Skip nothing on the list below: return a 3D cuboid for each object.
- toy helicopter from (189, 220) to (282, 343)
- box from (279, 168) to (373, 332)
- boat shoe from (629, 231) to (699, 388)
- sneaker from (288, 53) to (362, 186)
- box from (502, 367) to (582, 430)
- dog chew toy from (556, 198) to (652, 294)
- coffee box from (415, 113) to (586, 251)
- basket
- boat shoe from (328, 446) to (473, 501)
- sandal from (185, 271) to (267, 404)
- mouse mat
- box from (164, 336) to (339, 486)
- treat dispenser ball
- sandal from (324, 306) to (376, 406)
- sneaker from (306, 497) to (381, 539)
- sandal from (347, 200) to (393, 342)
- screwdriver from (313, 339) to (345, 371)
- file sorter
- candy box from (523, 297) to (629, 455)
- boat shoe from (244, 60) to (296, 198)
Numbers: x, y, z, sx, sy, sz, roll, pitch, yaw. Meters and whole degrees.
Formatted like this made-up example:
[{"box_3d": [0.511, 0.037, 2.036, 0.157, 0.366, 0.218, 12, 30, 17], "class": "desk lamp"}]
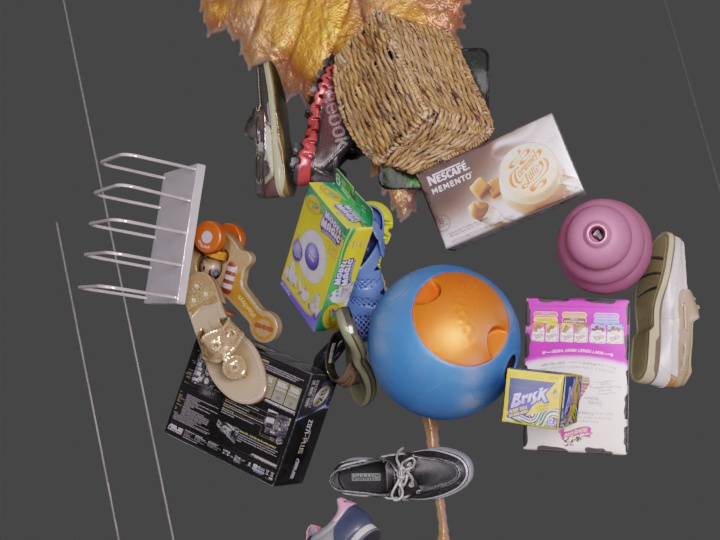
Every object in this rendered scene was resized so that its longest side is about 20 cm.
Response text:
[{"box_3d": [-0.192, 0.031, 1.540, 0.132, 0.079, 0.200, -45, 75, 15], "class": "toy helicopter"}, {"box_3d": [-0.046, -0.029, 1.449, 0.117, 0.048, 0.201, 50, 131, 42], "class": "box"}, {"box_3d": [0.400, 0.053, 1.375, 0.068, 0.075, 0.202, 13, 82, -10], "class": "boat shoe"}, {"box_3d": [-0.036, -0.209, 1.519, 0.097, 0.071, 0.202, 13, 78, -1], "class": "sneaker"}, {"box_3d": [0.223, 0.153, 1.282, 0.070, 0.200, 0.065, 5, 87, 18], "class": "box"}, {"box_3d": [0.304, -0.036, 1.336, 0.124, 0.200, 0.126, -2, 85, 16], "class": "dog chew toy"}, {"box_3d": [0.191, -0.116, 1.434, 0.199, 0.080, 0.115, -22, 85, 13], "class": "coffee box"}, {"box_3d": [0.067, -0.234, 1.463, 0.143, 0.148, 0.201, -43, 58, 37], "class": "basket"}, {"box_3d": [0.054, 0.280, 1.453, 0.198, 0.068, 0.074, 0, 86, 16], "class": "boat shoe"}, {"box_3d": [-0.202, 0.089, 1.447, 0.077, 0.070, 0.213, -34, 65, 11], "class": "sandal"}, {"box_3d": [0.104, -0.216, 1.510, 0.160, 0.008, 0.202, 0, 87, 16], "class": "mouse mat"}, {"box_3d": [-0.155, 0.189, 1.497, 0.199, 0.086, 0.165, 19, 91, 27], "class": "box"}, {"box_3d": [0.109, 0.094, 1.383, 0.199, 0.201, 0.203, -1, 85, 16], "class": "treat dispenser ball"}, {"box_3d": [-0.022, 0.118, 1.432, 0.057, 0.202, 0.080, -24, 53, -8], "class": "sandal"}, {"box_3d": [-0.060, 0.406, 1.486, 0.200, 0.070, 0.082, -45, 59, 6], "class": "sneaker"}, {"box_3d": [0.000, 0.000, 1.482, 0.079, 0.087, 0.202, -1, 87, 14], "class": "sandal"}, {"box_3d": [-0.087, 0.169, 1.522, 0.028, 0.029, 0.200, 43, 95, 15], "class": "screwdriver"}, {"box_3d": [-0.317, -0.060, 1.521, 0.138, 0.124, 0.202, -3, 77, 58], "class": "file sorter"}, {"box_3d": [0.287, 0.138, 1.400, 0.135, 0.061, 0.202, 1, 86, 16], "class": "candy box"}, {"box_3d": [-0.139, -0.203, 1.546, 0.065, 0.072, 0.203, -9, 88, 10], "class": "boat shoe"}]
